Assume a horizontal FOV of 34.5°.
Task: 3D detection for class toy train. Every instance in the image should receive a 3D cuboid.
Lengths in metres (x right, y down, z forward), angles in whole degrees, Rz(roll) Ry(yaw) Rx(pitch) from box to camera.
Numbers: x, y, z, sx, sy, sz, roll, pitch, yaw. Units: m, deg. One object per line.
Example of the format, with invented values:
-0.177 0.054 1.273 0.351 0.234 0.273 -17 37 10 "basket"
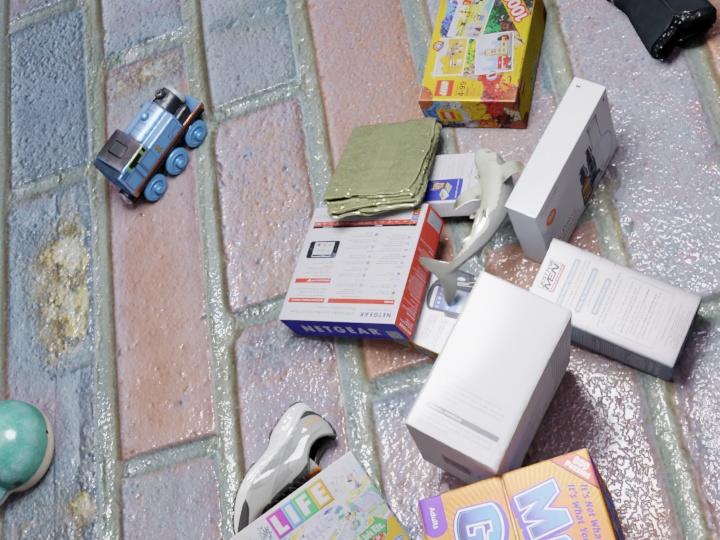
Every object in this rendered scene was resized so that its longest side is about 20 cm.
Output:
-0.320 -0.199 1.804 0.086 0.114 0.201 30 79 29 "toy train"

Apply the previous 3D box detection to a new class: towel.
0.034 -0.145 1.630 0.146 0.037 0.202 -4 41 19 "towel"

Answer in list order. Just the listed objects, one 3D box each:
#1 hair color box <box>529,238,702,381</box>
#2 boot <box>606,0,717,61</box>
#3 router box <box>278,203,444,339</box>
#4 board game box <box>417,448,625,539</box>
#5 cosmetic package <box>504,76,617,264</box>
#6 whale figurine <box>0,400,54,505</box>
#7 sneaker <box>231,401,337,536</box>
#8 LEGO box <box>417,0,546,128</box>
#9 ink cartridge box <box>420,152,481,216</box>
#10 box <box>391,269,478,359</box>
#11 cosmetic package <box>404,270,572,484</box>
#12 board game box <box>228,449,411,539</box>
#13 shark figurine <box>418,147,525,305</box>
0.313 0.048 1.451 0.198 0.061 0.100 23 74 18 "hair color box"
0.452 -0.402 1.622 0.199 0.076 0.169 -37 54 9 "boot"
0.000 0.000 1.591 0.198 0.049 0.182 1 63 36 "router box"
0.200 0.347 1.286 0.197 0.200 0.202 -20 60 11 "board game box"
0.266 -0.126 1.519 0.051 0.151 0.202 23 76 29 "cosmetic package"
-0.543 0.262 1.673 0.197 0.104 0.161 -20 60 11 "whale figurine"
-0.102 0.273 1.517 0.079 0.074 0.202 25 76 23 "sneaker"
0.179 -0.312 1.686 0.147 0.077 0.203 3 67 22 "LEGO box"
0.090 -0.119 1.639 0.197 0.037 0.096 0 50 19 "ink cartridge box"
0.132 0.065 1.545 0.198 0.042 0.120 23 75 26 "box"
0.156 0.140 1.369 0.122 0.200 0.202 25 75 18 "cosmetic package"
-0.053 0.339 1.456 0.199 0.034 0.135 -36 83 1 "board game box"
0.172 -0.061 1.517 0.127 0.089 0.217 -1 60 52 "shark figurine"
